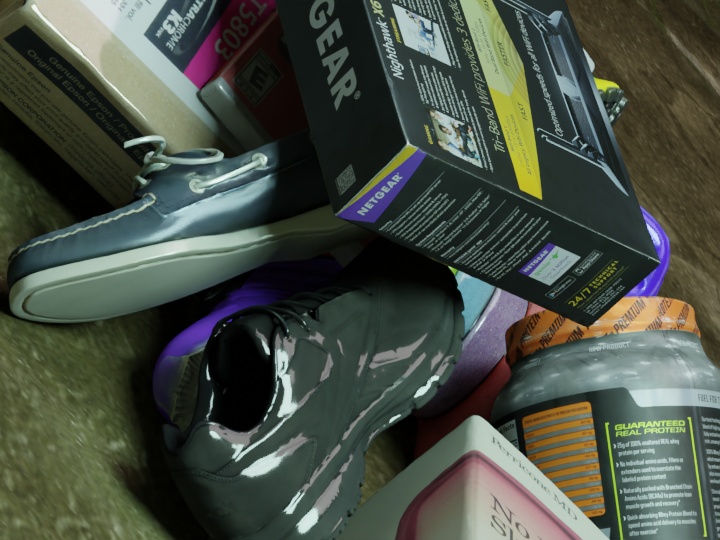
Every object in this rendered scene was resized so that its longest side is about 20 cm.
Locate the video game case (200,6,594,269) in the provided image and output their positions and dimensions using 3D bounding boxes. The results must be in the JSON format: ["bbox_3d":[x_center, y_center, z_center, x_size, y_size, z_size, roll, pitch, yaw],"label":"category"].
[{"bbox_3d":[0.023,-0.093,1.433,0.143,0.017,0.200,50,51,-15],"label":"video game case"}]

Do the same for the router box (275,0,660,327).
[{"bbox_3d":[0.041,-0.085,1.342,0.157,0.052,0.200,24,36,-36],"label":"router box"}]

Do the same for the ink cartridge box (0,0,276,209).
[{"bbox_3d":[-0.076,-0.126,1.425,0.165,0.075,0.200,42,53,-19],"label":"ink cartridge box"}]

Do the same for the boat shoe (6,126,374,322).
[{"bbox_3d":[-0.068,-0.029,1.316,0.075,0.199,0.062,127,-56,-70],"label":"boat shoe"}]

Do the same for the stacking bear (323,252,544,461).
[{"bbox_3d":[0.000,0.000,1.547,0.200,0.114,0.122,39,18,-15],"label":"stacking bear"}]

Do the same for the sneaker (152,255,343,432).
[{"bbox_3d":[-0.052,0.033,1.411,0.099,0.070,0.200,26,21,28],"label":"sneaker"}]

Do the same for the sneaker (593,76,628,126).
[{"bbox_3d":[0.055,-0.085,1.555,0.085,0.078,0.200,40,24,22],"label":"sneaker"}]

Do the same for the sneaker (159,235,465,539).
[{"bbox_3d":[-0.020,0.040,1.297,0.091,0.076,0.200,56,43,-25],"label":"sneaker"}]

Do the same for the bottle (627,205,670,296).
[{"bbox_3d":[0.096,0.007,1.662,0.083,0.065,0.200,33,-23,-13],"label":"bottle"}]

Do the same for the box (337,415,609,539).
[{"bbox_3d":[0.052,0.173,1.275,0.128,0.109,0.200,44,17,-13],"label":"box"}]

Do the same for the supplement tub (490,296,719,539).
[{"bbox_3d":[0.129,0.121,1.447,0.122,0.122,0.201,20,61,-59],"label":"supplement tub"}]
